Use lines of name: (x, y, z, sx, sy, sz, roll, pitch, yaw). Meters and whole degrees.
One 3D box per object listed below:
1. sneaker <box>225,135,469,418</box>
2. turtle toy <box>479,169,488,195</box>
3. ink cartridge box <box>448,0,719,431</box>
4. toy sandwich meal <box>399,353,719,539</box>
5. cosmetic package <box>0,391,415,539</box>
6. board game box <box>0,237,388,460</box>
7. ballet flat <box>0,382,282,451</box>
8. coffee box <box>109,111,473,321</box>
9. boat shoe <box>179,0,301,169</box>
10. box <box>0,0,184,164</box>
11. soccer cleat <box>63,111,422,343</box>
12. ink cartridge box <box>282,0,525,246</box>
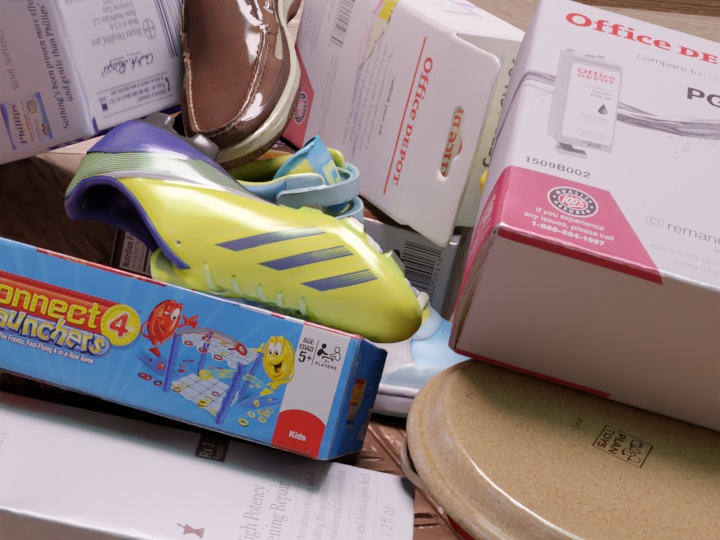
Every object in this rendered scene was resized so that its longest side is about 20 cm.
sneaker: (0.000, 0.000, 1.011, 0.199, 0.131, 0.080, 16, 21, 7)
turtle toy: (0.143, -0.006, 1.022, 0.101, 0.146, 0.200, -5, 14, 26)
ink cartridge box: (0.132, -0.033, 0.875, 0.146, 0.083, 0.200, 16, 41, 0)
toy sandwich meal: (0.111, 0.106, 0.816, 0.204, 0.070, 0.205, 13, 28, -7)
cosmetic package: (-0.081, 0.117, 0.765, 0.199, 0.074, 0.102, 13, 21, -3)
board game box: (-0.092, 0.036, 0.871, 0.195, 0.056, 0.200, 16, -3, 5)
ballet flat: (-0.107, 0.092, 0.863, 0.199, 0.057, 0.066, 12, -5, -16)
coffee box: (-0.036, -0.025, 1.114, 0.199, 0.080, 0.114, 16, 20, 8)
boat shoe: (-0.080, -0.143, 1.061, 0.075, 0.075, 0.203, -21, 38, 18)
box: (-0.201, -0.125, 1.125, 0.199, 0.105, 0.184, -11, 9, 30)
soccer cleat: (-0.062, -0.007, 0.938, 0.200, 0.065, 0.084, 30, 56, 17)
ink cartridge box: (0.034, -0.099, 1.069, 0.067, 0.117, 0.200, 2, 23, -33)
